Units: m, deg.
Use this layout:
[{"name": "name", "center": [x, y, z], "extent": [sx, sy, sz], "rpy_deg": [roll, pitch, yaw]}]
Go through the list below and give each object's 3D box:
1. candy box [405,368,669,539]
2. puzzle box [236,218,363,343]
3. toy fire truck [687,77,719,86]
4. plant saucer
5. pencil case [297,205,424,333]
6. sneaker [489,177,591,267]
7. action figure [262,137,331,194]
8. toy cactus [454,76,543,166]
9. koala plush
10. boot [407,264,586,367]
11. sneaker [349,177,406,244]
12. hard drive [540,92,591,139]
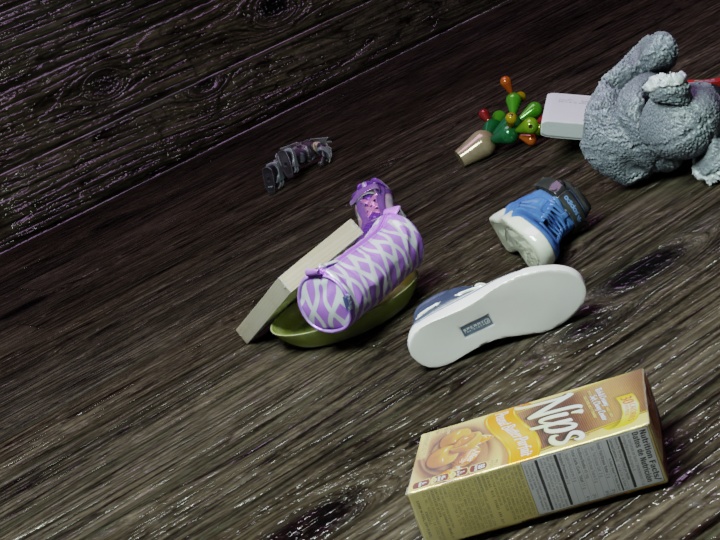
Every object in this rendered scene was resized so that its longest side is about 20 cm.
[{"name": "candy box", "center": [0.142, 0.149, 1.188], "extent": [0.198, 0.056, 0.116], "rpy_deg": [-19, 14, 14]}, {"name": "puzzle box", "center": [-0.080, 0.016, 1.883], "extent": [0.133, 0.025, 0.200], "rpy_deg": [-41, -3, -30]}, {"name": "toy fire truck", "center": [0.465, -0.256, 2.155], "extent": [0.198, 0.049, 0.141], "rpy_deg": [-8, 16, 12]}, {"name": "plant saucer", "center": [-0.015, 0.048, 1.850], "extent": [0.198, 0.031, 0.200], "rpy_deg": [-21, 14, 5]}, {"name": "pencil case", "center": [0.000, 0.000, 1.768], "extent": [0.083, 0.086, 0.200], "rpy_deg": [-13, 15, 35]}, {"name": "sneaker", "center": [0.229, -0.062, 1.791], "extent": [0.111, 0.077, 0.200], "rpy_deg": [-32, 8, -1]}, {"name": "action figure", "center": [-0.129, -0.216, 2.932], "extent": [0.129, 0.070, 0.200], "rpy_deg": [-23, 8, 26]}, {"name": "toy cactus", "center": [0.227, -0.234, 2.432], "extent": [0.164, 0.103, 0.200], "rpy_deg": [-34, 25, -6]}, {"name": "koala plush", "center": [0.385, -0.184, 1.853], "extent": [0.183, 0.178, 0.200], "rpy_deg": [-36, 17, -9]}, {"name": "boot", "center": [0.142, 0.032, 1.579], "extent": [0.198, 0.073, 0.091], "rpy_deg": [-20, 20, 12]}, {"name": "sneaker", "center": [0.020, -0.083, 2.164], "extent": [0.080, 0.089, 0.200], "rpy_deg": [-19, 15, 6]}, {"name": "hard drive", "center": [0.345, -0.234, 2.264], "extent": [0.130, 0.027, 0.200], "rpy_deg": [5, 20, 8]}]
